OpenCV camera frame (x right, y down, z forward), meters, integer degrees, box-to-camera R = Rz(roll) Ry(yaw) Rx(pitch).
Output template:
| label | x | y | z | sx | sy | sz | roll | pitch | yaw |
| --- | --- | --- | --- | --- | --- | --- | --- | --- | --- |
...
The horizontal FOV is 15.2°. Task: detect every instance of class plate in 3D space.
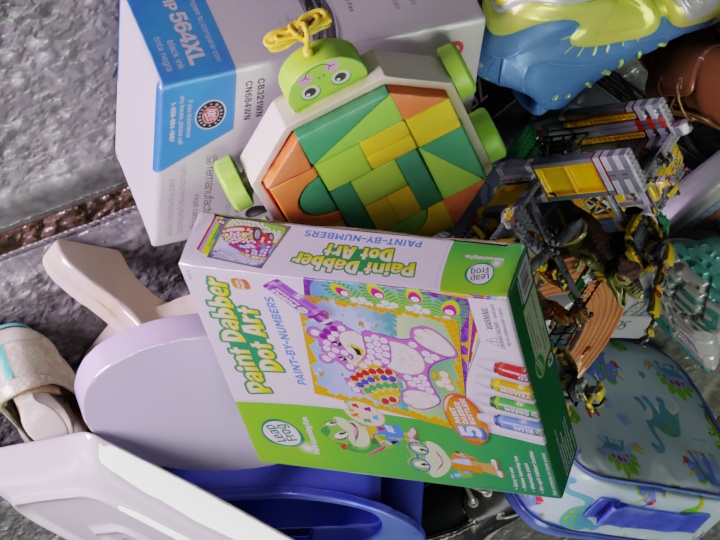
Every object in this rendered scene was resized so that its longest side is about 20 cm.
| label | x | y | z | sx | sy | sz | roll | pitch | yaw |
| --- | --- | --- | --- | --- | --- | --- | --- | --- | --- |
| plate | -0.139 | 0.168 | 1.763 | 0.200 | 0.032 | 0.200 | 30 | 158 | -22 |

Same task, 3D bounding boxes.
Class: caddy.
| label | x | y | z | sx | sy | sz | roll | pitch | yaw |
| --- | --- | --- | --- | --- | --- | --- | --- | --- | --- |
| caddy | -0.048 | 0.158 | 1.844 | 0.200 | 0.105 | 0.141 | -5 | 152 | 30 |

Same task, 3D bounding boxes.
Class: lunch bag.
| label | x | y | z | sx | sy | sz | roll | pitch | yaw |
| --- | --- | --- | --- | --- | --- | --- | --- | --- | --- |
| lunch bag | 0.173 | 0.124 | 1.944 | 0.200 | 0.161 | 0.082 | 11 | 130 | -41 |

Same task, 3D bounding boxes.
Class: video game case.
| label | x | y | z | sx | sy | sz | roll | pitch | yaw |
| --- | --- | --- | --- | --- | --- | --- | --- | --- | --- |
| video game case | 0.225 | -0.019 | 1.865 | 0.200 | 0.024 | 0.182 | -40 | 160 | 22 |

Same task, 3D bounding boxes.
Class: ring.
| label | x | y | z | sx | sy | sz | roll | pitch | yaw |
| --- | --- | --- | --- | --- | --- | --- | --- | --- | --- |
| ring | 0.092 | 0.057 | 1.774 | 0.200 | 0.019 | 0.200 | -29 | 151 | -18 |

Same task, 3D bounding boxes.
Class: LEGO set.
| label | x | y | z | sx | sy | sz | roll | pitch | yaw |
| --- | --- | --- | --- | --- | --- | --- | --- | --- | --- |
| LEGO set | 0.145 | -0.011 | 1.627 | 0.116 | 0.200 | 0.154 | -5 | 118 | 40 |

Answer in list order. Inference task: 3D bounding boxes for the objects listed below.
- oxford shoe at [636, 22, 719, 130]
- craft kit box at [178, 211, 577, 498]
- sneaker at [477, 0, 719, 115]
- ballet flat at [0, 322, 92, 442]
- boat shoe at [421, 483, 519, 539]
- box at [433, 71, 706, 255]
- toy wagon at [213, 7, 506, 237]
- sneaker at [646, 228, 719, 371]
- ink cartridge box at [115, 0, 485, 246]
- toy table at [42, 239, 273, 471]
| label | x | y | z | sx | sy | sz | roll | pitch | yaw |
| --- | --- | --- | --- | --- | --- | --- | --- | --- | --- |
| oxford shoe | 0.215 | -0.108 | 1.655 | 0.071 | 0.200 | 0.071 | -19 | 111 | -2 |
| craft kit box | 0.014 | 0.051 | 1.572 | 0.197 | 0.049 | 0.200 | 8 | 144 | 22 |
| sneaker | 0.139 | -0.150 | 1.634 | 0.200 | 0.076 | 0.105 | -2 | 136 | -40 |
| ballet flat | -0.197 | 0.104 | 1.780 | 0.067 | 0.062 | 0.200 | -28 | 145 | 8 |
| boat shoe | 0.099 | 0.163 | 2.027 | 0.200 | 0.074 | 0.060 | -15 | 144 | -19 |
| box | 0.115 | -0.066 | 1.766 | 0.160 | 0.044 | 0.200 | -38 | 143 | 17 |
| toy wagon | -0.005 | -0.073 | 1.541 | 0.155 | 0.040 | 0.200 | -27 | 145 | 2 |
| sneaker | 0.244 | -0.002 | 1.817 | 0.091 | 0.078 | 0.200 | -43 | 168 | -7 |
| ink cartridge box | -0.037 | -0.108 | 1.586 | 0.200 | 0.084 | 0.146 | -13 | 143 | -16 |
| toy table | -0.104 | 0.043 | 1.711 | 0.184 | 0.117 | 0.200 | -40 | 142 | 22 |
